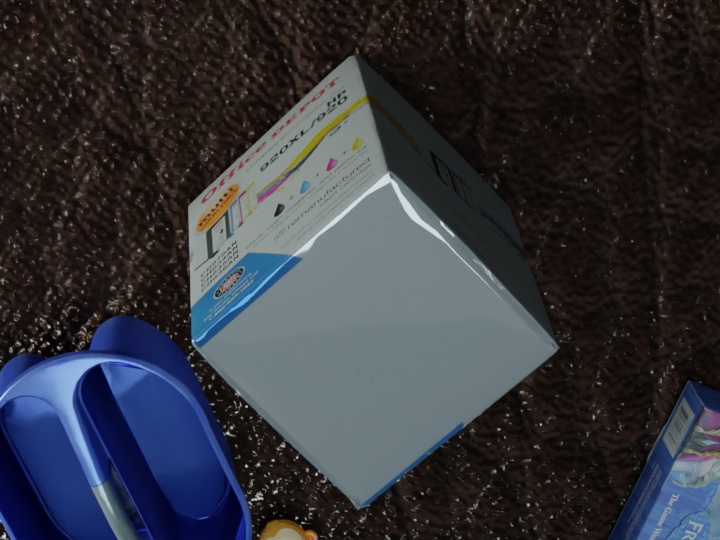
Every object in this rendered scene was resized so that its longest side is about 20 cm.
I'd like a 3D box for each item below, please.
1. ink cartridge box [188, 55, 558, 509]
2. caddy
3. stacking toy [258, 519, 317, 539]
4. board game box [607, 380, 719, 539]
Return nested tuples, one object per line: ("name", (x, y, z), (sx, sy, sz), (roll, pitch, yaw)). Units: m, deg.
("ink cartridge box", (0.000, 0.000, 1.221), (0.147, 0.200, 0.145), (-41, 111, 12))
("caddy", (-0.149, 0.128, 1.311), (0.141, 0.105, 0.201), (-22, 115, 4))
("stacking toy", (-0.005, 0.244, 1.398), (0.116, 0.110, 0.200), (-30, 104, 10))
("board game box", (0.267, 0.193, 1.429), (0.198, 0.043, 0.201), (17, 111, -16))
